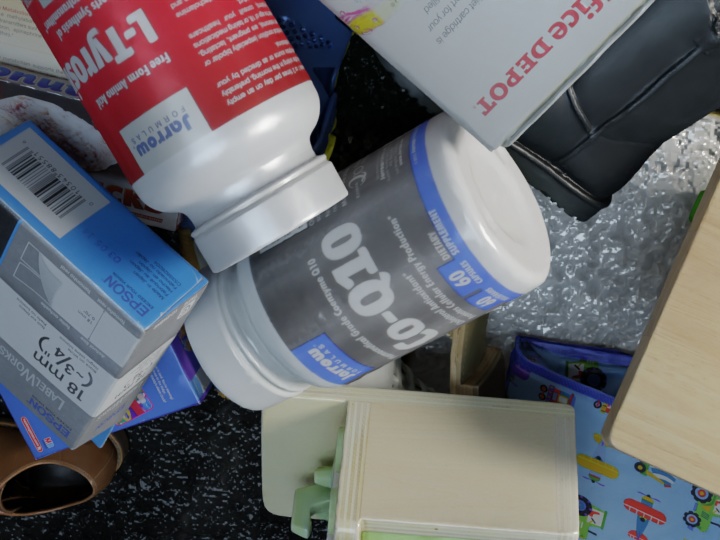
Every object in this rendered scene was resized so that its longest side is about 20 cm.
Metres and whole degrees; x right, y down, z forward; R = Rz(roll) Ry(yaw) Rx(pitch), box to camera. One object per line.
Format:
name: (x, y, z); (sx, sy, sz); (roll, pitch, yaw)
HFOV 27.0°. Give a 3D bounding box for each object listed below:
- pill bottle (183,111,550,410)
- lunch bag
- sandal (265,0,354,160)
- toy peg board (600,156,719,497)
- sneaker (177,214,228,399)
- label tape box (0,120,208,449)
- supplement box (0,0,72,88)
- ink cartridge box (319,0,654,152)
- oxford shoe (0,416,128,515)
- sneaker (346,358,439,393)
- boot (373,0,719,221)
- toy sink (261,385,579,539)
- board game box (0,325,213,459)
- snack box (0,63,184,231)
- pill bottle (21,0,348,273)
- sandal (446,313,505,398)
pill bottle: (0.000, 0.000, 0.879); (0.200, 0.114, 0.114); (-29, 111, 25)
lunch bag: (0.169, 0.137, 1.023); (0.199, 0.094, 0.151); (15, 121, 12)
sandal: (-0.041, -0.132, 0.903); (0.079, 0.087, 0.201); (6, 116, 6)
toy peg board: (0.263, 0.050, 0.913); (0.200, 0.098, 0.200); (25, 86, -6)
sneaker: (-0.070, -0.009, 0.987); (0.088, 0.075, 0.200); (-10, 124, 2)
label tape box: (-0.195, 0.030, 0.905); (0.144, 0.063, 0.200); (42, 134, 5)
supplement box: (-0.163, -0.179, 0.899); (0.126, 0.074, 0.200); (14, 119, 1)
ink cartridge box: (0.050, -0.184, 0.774); (0.200, 0.088, 0.145); (41, 122, -6)
oxford shoe: (-0.273, 0.149, 1.089); (0.199, 0.071, 0.071); (-11, 117, 15)
sneaker: (0.029, 0.095, 1.021); (0.088, 0.075, 0.200); (-6, 127, 13)
boot: (0.127, -0.138, 0.880); (0.200, 0.077, 0.168); (35, 120, -19)
toy sink: (0.030, 0.159, 0.949); (0.199, 0.112, 0.131); (5, 134, 1)
board game box: (-0.201, 0.015, 1.008); (0.134, 0.045, 0.200); (-19, 106, 17)
snack box: (-0.199, -0.083, 0.900); (0.199, 0.024, 0.072); (14, 121, 2)
pill bottle: (-0.093, -0.105, 0.795); (0.112, 0.112, 0.200); (-30, 93, 20)
sandal: (0.052, 0.014, 0.972); (0.069, 0.078, 0.212); (7, 112, 23)
